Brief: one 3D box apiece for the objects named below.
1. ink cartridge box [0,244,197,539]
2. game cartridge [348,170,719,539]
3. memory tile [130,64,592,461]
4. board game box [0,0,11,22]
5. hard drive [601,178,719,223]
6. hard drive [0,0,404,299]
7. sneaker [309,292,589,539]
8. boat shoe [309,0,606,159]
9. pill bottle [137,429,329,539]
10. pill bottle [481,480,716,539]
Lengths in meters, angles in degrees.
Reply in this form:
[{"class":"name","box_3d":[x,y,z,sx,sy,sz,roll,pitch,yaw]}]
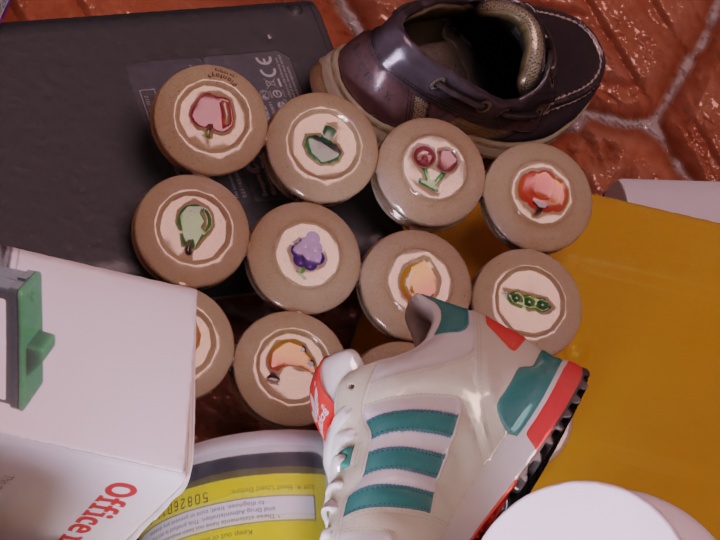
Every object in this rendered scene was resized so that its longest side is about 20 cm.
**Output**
[{"class":"ink cartridge box","box_3d":[-0.177,0.049,1.053,0.199,0.146,0.085,13,61,-21]},{"class":"game cartridge","box_3d":[0.096,0.045,1.208,0.199,0.032,0.177,14,57,10]},{"class":"memory tile","box_3d":[0.000,0.000,1.159,0.199,0.017,0.154,13,71,-11]},{"class":"board game box","box_3d":[-0.175,-0.219,1.194,0.103,0.105,0.200,14,57,9]},{"class":"hard drive","box_3d":[0.220,0.021,1.333,0.199,0.025,0.132,1,66,-26]},{"class":"hard drive","box_3d":[-0.093,-0.051,1.196,0.199,0.033,0.140,-7,61,-26]},{"class":"sneaker","box_3d":[0.006,0.085,1.049,0.093,0.070,0.200,34,52,9]},{"class":"boat shoe","box_3d":[0.060,-0.095,1.261,0.200,0.065,0.072,-9,69,-50]},{"class":"pill bottle","box_3d":[-0.030,0.173,1.085,0.112,0.112,0.201,7,63,-23]},{"class":"pill bottle","box_3d":[0.098,0.148,1.049,0.112,0.200,0.113,-4,70,12]}]
